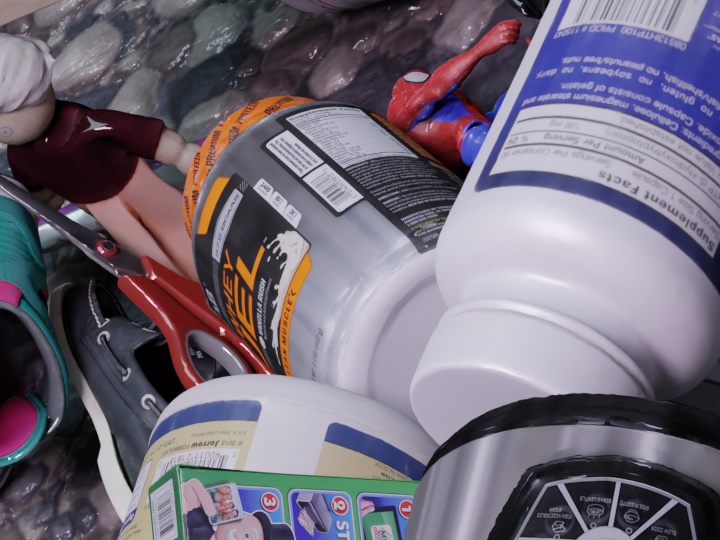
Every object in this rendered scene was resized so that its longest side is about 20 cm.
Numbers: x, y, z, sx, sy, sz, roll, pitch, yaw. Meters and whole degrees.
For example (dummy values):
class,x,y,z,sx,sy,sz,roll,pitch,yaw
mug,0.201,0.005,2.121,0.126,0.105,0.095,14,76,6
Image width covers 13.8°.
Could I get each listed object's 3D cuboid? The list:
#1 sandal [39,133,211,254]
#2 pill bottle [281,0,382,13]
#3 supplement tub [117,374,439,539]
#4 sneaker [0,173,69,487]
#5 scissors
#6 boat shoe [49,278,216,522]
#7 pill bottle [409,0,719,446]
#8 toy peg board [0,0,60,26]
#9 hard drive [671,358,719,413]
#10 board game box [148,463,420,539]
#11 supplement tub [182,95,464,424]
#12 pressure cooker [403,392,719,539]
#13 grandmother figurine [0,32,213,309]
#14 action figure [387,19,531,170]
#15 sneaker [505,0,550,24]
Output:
class,x,y,z,sx,sy,sz,roll,pitch,yaw
sandal,-0.124,-0.050,1.555,0.202,0.050,0.082,-20,0,25
pill bottle,0.039,-0.200,1.496,0.199,0.112,0.113,-9,50,41
supplement tub,-0.041,0.160,1.215,0.144,0.144,0.201,-12,48,39
sneaker,-0.188,0.067,1.448,0.121,0.083,0.201,-102,19,-54
scissors,-0.110,-0.003,1.426,0.073,0.200,0.014,-32,-21,-48
boat shoe,-0.097,0.060,1.431,0.066,0.075,0.200,-36,35,8
pill bottle,0.097,-0.017,1.156,0.119,0.120,0.201,-4,50,44
toy peg board,-0.109,-0.223,1.441,0.198,0.098,0.200,-19,22,23
hard drive,0.135,-0.041,1.256,0.131,0.027,0.201,15,61,6
board game box,-0.007,0.176,1.120,0.029,0.134,0.201,-37,54,52
supplement tub,0.000,0.000,1.341,0.123,0.122,0.200,-48,35,0
pressure cooker,0.087,0.167,1.054,0.176,0.178,0.201,-29,37,48
grandmother figurine,-0.125,-0.046,1.448,0.121,0.200,0.061,-21,43,33
action figure,0.080,-0.072,1.375,0.099,0.065,0.200,-55,37,1
sneaker,0.090,-0.148,1.363,0.199,0.076,0.091,12,55,21
